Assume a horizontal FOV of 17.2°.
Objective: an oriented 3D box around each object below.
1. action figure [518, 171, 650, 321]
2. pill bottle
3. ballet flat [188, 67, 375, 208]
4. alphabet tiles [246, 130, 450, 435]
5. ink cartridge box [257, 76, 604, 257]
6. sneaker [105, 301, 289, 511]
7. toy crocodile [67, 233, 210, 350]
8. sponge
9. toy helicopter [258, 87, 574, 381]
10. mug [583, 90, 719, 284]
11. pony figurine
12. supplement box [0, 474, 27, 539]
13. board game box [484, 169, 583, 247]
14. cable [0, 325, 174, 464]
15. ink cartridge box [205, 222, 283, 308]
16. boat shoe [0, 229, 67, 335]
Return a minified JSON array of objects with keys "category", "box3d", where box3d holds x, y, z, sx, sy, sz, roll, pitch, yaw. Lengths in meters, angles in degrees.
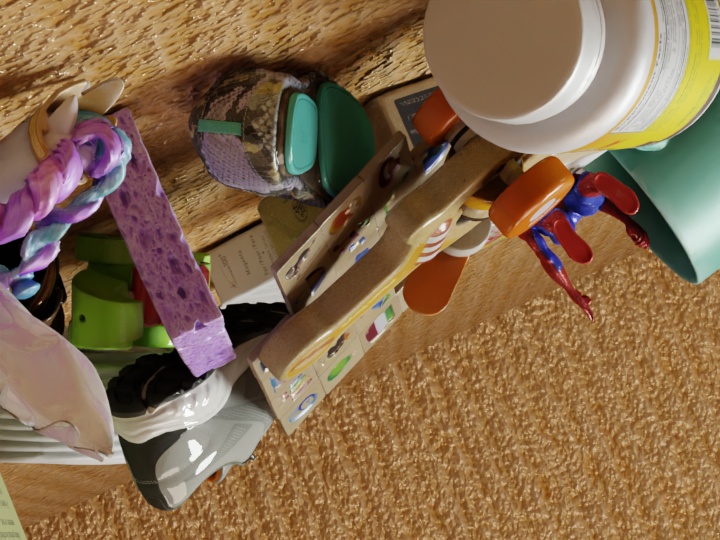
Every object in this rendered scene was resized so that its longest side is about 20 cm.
[{"category":"action figure","box3d":[0.151,-0.018,1.539,0.065,0.099,0.200,-44,-172,-1]},{"category":"pill bottle","box3d":[0.102,-0.111,1.136,0.109,0.110,0.200,-27,173,23]},{"category":"ballet flat","box3d":[-0.043,-0.069,1.209,0.072,0.073,0.200,-25,173,11]},{"category":"alphabet tiles","box3d":[0.000,0.000,1.308,0.167,0.008,0.200,-47,160,-11]},{"category":"ink cartridge box","box3d":[0.049,-0.064,1.479,0.164,0.076,0.200,-19,171,-28]},{"category":"sneaker","box3d":[-0.076,0.071,1.379,0.073,0.080,0.200,2,-158,34]},{"category":"toy crocodile","box3d":[-0.125,0.014,1.409,0.061,0.068,0.200,7,-177,16]},{"category":"sponge","box3d":[-0.101,-0.009,1.209,0.030,0.112,0.200,-25,174,-4]},{"category":"toy helicopter","box3d":[0.026,-0.014,1.254,0.200,0.079,0.132,-42,171,7]},{"category":"mug","box3d":[0.217,-0.083,1.533,0.114,0.152,0.185,-39,-168,-3]},{"category":"pony figurine","box3d":[-0.184,0.003,0.970,0.199,0.167,0.194,-29,-155,14]},{"category":"supplement box","box3d":[-0.271,0.123,1.255,0.133,0.201,0.200,-23,173,1]},{"category":"board game box","box3d":[0.124,-0.056,1.982,0.199,0.034,0.134,-27,173,20]},{"category":"cable","box3d":[-0.182,0.076,1.461,0.198,0.070,0.200,6,-176,11]},{"category":"ink cartridge box","box3d":[-0.065,0.002,1.723,0.173,0.044,0.200,-26,174,20]},{"category":"boat shoe","box3d":[-0.188,0.016,1.268,0.068,0.072,0.200,-24,174,10]}]
